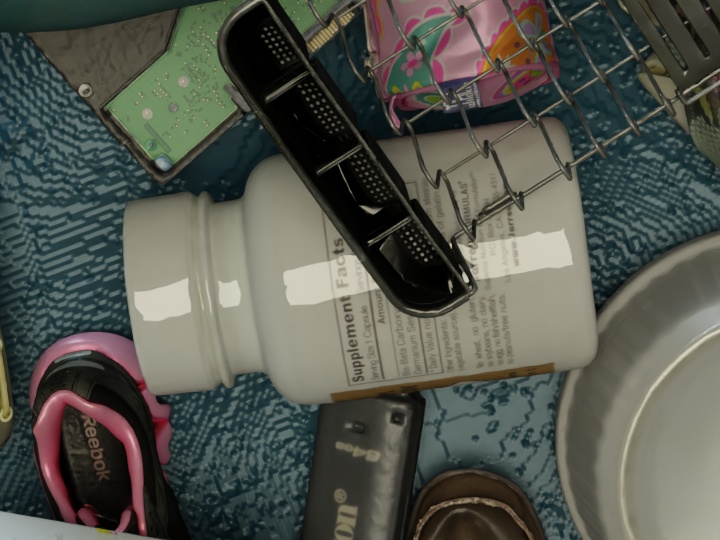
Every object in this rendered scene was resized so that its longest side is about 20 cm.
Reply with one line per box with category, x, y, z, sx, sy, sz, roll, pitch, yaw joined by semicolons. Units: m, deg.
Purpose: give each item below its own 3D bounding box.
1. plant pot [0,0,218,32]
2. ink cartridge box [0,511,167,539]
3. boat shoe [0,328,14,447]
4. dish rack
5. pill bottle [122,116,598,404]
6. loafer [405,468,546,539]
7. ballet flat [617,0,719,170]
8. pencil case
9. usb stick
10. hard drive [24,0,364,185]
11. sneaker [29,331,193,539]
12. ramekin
plant pot;-0.116;-0.186;1.077;0.188;0.200;0.200;6;97;-14
ink cartridge box;-0.130;0.173;1.133;0.200;0.068;0.115;12;119;-17
boat shoe;-0.201;-0.012;1.196;0.060;0.072;0.202;-4;84;-38
dish rack;0.060;-0.094;1.052;0.200;0.055;0.153;-33;108;10
pill bottle;0.000;0.000;1.164;0.200;0.114;0.114;-8;97;3
loafer;0.056;0.192;1.207;0.073;0.071;0.200;-2;97;2
ballet flat;0.151;-0.111;1.162;0.071;0.069;0.200;4;130;37
pencil case;0.027;-0.165;1.146;0.087;0.087;0.200;-13;88;3
usb stick;-0.007;0.145;1.217;0.055;0.033;0.200;13;98;35
hard drive;-0.104;-0.157;1.187;0.140;0.038;0.200;-42;93;6
sneaker;-0.106;0.130;1.194;0.079;0.095;0.200;-21;97;2
ramekin;0.190;0.083;1.172;0.202;0.094;0.203;0;101;1
